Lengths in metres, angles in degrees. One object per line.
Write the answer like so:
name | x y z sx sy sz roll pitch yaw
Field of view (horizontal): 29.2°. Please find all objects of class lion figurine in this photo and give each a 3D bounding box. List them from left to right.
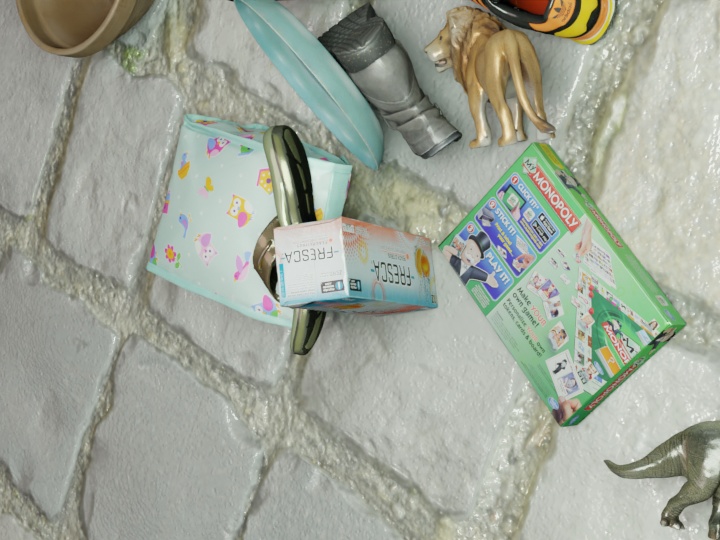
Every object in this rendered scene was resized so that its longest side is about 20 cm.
lion figurine | 0.115 -0.164 1.134 0.200 0.072 0.123 -166 67 -74

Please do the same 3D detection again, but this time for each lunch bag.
lunch bag | -0.091 -0.046 1.317 0.200 0.122 0.170 23 103 41

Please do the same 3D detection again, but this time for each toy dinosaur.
toy dinosaur | 0.282 0.154 1.031 0.200 0.077 0.102 12 85 46

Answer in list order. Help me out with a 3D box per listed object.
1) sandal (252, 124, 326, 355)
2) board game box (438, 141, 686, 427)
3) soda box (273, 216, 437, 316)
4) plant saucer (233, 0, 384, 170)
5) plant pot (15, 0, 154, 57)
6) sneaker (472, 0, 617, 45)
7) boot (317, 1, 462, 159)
sandal | -0.067 -0.025 1.208 0.057 0.080 0.201 -10 87 11
board game box | 0.162 0.011 1.154 0.135 0.029 0.200 -48 60 29
soda box | 0.000 0.000 1.181 0.064 0.200 0.068 -9 82 24
plant saucer | -0.041 -0.175 1.249 0.027 0.200 0.200 -41 58 -4
plant pot | -0.285 -0.330 1.513 0.201 0.093 0.201 0 90 41
sneaker | 0.117 -0.251 1.159 0.200 0.090 0.070 34 111 36
boot | 0.023 -0.164 1.242 0.070 0.200 0.132 -36 108 7
